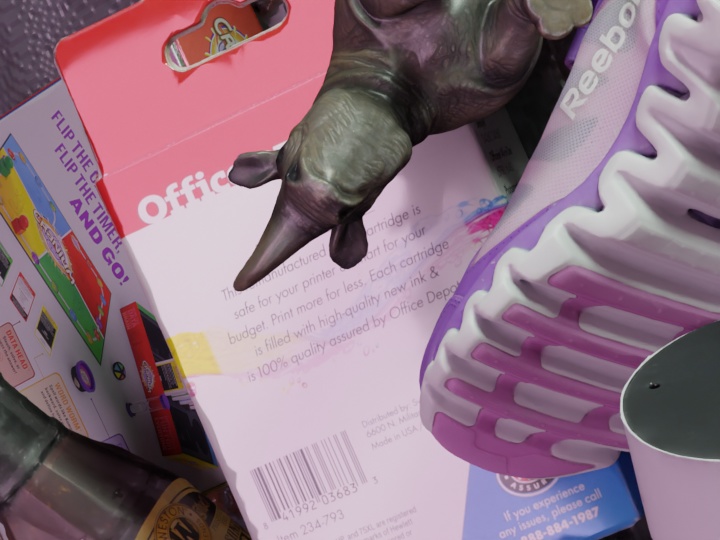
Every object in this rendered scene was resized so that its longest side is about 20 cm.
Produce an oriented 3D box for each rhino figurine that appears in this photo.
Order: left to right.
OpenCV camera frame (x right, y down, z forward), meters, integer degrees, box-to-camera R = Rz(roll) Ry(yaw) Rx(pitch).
[{"bbox_3d":[0.025,-0.071,0.740,0.060,0.200,0.087,37,162,-9],"label":"rhino figurine"}]

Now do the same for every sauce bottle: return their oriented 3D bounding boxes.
[{"bbox_3d":[-0.069,0.104,0.913,0.200,0.066,0.066,39,134,-12],"label":"sauce bottle"}]

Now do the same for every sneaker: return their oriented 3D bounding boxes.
[{"bbox_3d":[0.080,-0.034,0.751,0.201,0.080,0.089,-56,31,21],"label":"sneaker"}]

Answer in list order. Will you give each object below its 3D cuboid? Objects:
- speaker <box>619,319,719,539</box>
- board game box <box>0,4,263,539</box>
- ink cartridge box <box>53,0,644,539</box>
[{"bbox_3d":[0.129,0.111,0.737,0.081,0.081,0.201,7,123,40],"label":"speaker"},{"bbox_3d":[-0.083,0.010,0.955,0.200,0.040,0.154,-26,89,44],"label":"board game box"},{"bbox_3d":[0.000,0.000,0.831,0.116,0.067,0.201,-23,90,16],"label":"ink cartridge box"}]
